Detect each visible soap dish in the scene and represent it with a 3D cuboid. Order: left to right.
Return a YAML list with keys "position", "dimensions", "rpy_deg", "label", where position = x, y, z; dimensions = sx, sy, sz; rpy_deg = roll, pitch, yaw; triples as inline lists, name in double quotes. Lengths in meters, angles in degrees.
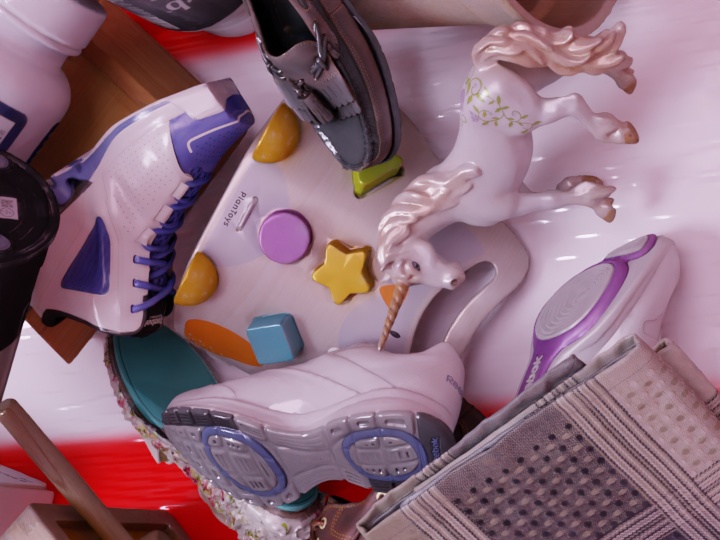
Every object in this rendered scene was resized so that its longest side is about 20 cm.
- position: [-0.190, -0.065, 1.255]
  dimensions: [0.157, 0.081, 0.200]
  rpy_deg: [43, 100, 25]
  label: "soap dish"

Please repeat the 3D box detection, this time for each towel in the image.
- position: [0.127, 0.134, 1.024]
  dimensions: [0.192, 0.200, 0.035]
  rpy_deg: [-35, 33, 18]
  label: "towel"

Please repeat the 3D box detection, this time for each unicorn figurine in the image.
- position: [0.082, -0.058, 1.086]
  dimensions: [0.136, 0.074, 0.201]
  rpy_deg: [2, 115, -9]
  label: "unicorn figurine"

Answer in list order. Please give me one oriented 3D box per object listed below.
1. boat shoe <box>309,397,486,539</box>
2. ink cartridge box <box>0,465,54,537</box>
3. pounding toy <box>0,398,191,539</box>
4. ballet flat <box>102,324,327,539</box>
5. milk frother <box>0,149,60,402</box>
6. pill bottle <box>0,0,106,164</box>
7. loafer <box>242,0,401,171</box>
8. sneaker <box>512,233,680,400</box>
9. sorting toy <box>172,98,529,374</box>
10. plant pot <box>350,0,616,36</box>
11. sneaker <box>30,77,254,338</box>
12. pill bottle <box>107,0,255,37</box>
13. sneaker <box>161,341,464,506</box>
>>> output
- position: [0.007, 0.158, 1.126]
  dimensions: [0.200, 0.070, 0.070]
  rpy_deg: [-44, 86, 4]
  label: "boat shoe"
- position: [-0.306, 0.217, 1.267]
  dimensions: [0.145, 0.087, 0.201]
  rpy_deg: [16, 88, 28]
  label: "ink cartridge box"
- position: [-0.148, 0.201, 1.136]
  dimensions: [0.142, 0.184, 0.200]
  rpy_deg: [-49, 65, 12]
  label: "pounding toy"
- position: [-0.101, 0.112, 1.196]
  dimensions: [0.200, 0.075, 0.064]
  rpy_deg: [44, 136, 30]
  label: "ballet flat"
- position: [-0.295, 0.031, 1.081]
  dimensions: [0.199, 0.181, 0.189]
  rpy_deg: [19, 124, -5]
  label: "milk frother"
- position: [-0.251, -0.106, 1.179]
  dimensions: [0.120, 0.120, 0.200]
  rpy_deg: [43, 100, 25]
  label: "pill bottle"
- position: [-0.042, -0.142, 1.073]
  dimensions: [0.072, 0.063, 0.201]
  rpy_deg: [-8, 109, 47]
  label: "loafer"
- position: [0.137, 0.075, 1.087]
  dimensions: [0.201, 0.099, 0.075]
  rpy_deg: [-60, 21, -12]
  label: "sneaker"
- position: [0.000, 0.000, 1.158]
  dimensions: [0.179, 0.107, 0.201]
  rpy_deg: [29, 96, 7]
  label: "sorting toy"
- position: [0.032, -0.221, 1.124]
  dimensions: [0.183, 0.200, 0.202]
  rpy_deg: [-7, 79, 37]
  label: "plant pot"
- position: [-0.133, -0.026, 1.154]
  dimensions: [0.199, 0.081, 0.116]
  rpy_deg: [-32, 91, 18]
  label: "sneaker"
- position: [-0.123, -0.214, 1.178]
  dimensions: [0.116, 0.200, 0.117]
  rpy_deg: [-4, 81, 26]
  label: "pill bottle"
- position: [-0.025, 0.085, 1.112]
  dimensions: [0.199, 0.075, 0.087]
  rpy_deg: [-2, 38, 27]
  label: "sneaker"
